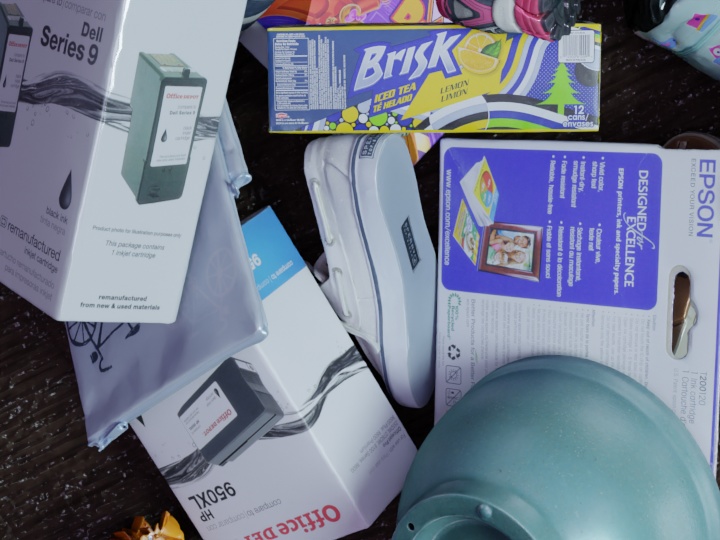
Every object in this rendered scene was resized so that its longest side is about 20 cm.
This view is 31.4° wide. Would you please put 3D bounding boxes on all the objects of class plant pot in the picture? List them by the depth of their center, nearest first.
[{"bbox_3d":[0.098,0.165,0.757,0.198,0.134,0.203,10,108,34],"label":"plant pot"}]

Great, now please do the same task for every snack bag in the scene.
[{"bbox_3d":[-0.128,-0.016,0.774,0.188,0.021,0.202,-33,65,37],"label":"snack bag"}]

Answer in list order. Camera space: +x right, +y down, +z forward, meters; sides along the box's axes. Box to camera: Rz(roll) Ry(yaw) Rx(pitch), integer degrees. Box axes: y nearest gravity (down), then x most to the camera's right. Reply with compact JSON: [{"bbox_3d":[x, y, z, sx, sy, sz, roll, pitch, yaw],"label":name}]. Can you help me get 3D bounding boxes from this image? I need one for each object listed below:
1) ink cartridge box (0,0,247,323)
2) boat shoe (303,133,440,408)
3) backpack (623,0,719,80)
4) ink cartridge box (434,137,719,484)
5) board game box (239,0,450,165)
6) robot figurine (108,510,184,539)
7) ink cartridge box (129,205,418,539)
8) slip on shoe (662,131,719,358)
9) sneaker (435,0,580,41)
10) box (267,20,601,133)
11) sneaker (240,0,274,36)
[{"bbox_3d":[-0.154,-0.089,0.730,0.145,0.083,0.203,24,105,43],"label":"ink cartridge box"},{"bbox_3d":[-0.002,0.002,0.840,0.085,0.075,0.204,5,130,27],"label":"boat shoe"},{"bbox_3d":[0.239,-0.212,0.753,0.125,0.167,0.202,25,108,-1],"label":"backpack"},{"bbox_3d":[0.139,0.019,0.809,0.198,0.043,0.201,6,99,36],"label":"ink cartridge box"},{"bbox_3d":[-0.004,-0.172,0.835,0.200,0.045,0.135,44,101,-3],"label":"board game box"},{"bbox_3d":[-0.100,0.259,0.883,0.058,0.145,0.201,-42,98,-26],"label":"robot figurine"},{"bbox_3d":[-0.073,0.083,0.839,0.144,0.084,0.201,-27,97,38],"label":"ink cartridge box"},{"bbox_3d":[0.196,0.009,0.837,0.075,0.060,0.203,24,102,33],"label":"slip on shoe"},{"bbox_3d":[0.105,-0.214,0.755,0.074,0.201,0.081,8,135,24],"label":"sneaker"},{"bbox_3d":[0.045,-0.119,0.780,0.197,0.070,0.065,1,102,5],"label":"box"},{"bbox_3d":[-0.096,-0.168,0.777,0.075,0.085,0.200,46,107,-4],"label":"sneaker"}]
